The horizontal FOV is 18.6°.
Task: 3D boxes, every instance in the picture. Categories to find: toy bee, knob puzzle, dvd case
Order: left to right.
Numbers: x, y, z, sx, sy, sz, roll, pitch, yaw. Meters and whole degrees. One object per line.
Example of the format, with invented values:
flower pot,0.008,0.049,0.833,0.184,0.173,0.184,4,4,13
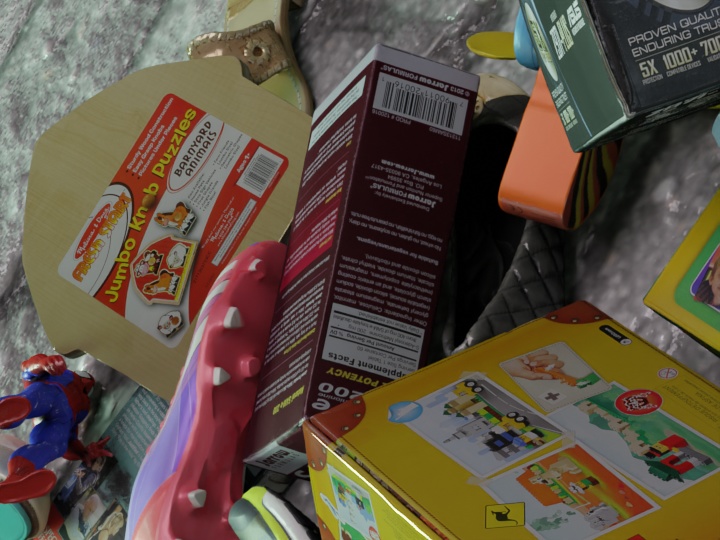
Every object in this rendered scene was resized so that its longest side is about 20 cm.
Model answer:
dvd case,-0.119,0.138,1.221,0.200,0.022,0.146,-54,37,6
knob puzzle,-0.117,-0.034,1.274,0.219,0.030,0.220,-12,65,27
toy bee,0.130,-0.116,1.074,0.131,0.109,0.200,39,104,20

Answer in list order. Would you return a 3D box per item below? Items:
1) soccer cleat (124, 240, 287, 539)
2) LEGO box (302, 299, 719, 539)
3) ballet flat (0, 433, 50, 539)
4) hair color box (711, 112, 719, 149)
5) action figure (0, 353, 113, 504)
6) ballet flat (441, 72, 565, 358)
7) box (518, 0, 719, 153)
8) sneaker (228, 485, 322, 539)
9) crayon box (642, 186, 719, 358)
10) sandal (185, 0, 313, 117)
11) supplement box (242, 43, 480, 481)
soccer cleat,-0.081,0.076,1.157,0.076,0.067,0.201,-12,57,47
LEGO box,0.090,0.105,0.901,0.149,0.077,0.200,-22,31,-22
ballet flat,-0.225,0.126,1.299,0.200,0.069,0.070,-19,50,55
hair color box,0.240,-0.074,0.803,0.099,0.199,0.061,105,151,-53
action figure,-0.174,0.082,1.239,0.052,0.066,0.200,-23,7,2
ballet flat,0.067,-0.026,1.098,0.066,0.057,0.201,-31,44,30
box,0.174,-0.124,0.893,0.199,0.086,0.164,-19,-1,-1
sneaker,-0.027,0.173,0.986,0.081,0.074,0.200,-39,38,5
crayon box,0.219,0.012,0.899,0.119,0.058,0.200,-55,37,3
sandal,-0.077,-0.128,1.322,0.078,0.070,0.212,-27,47,34
supplement box,0.000,0.000,1.111,0.109,0.061,0.201,142,143,-66
